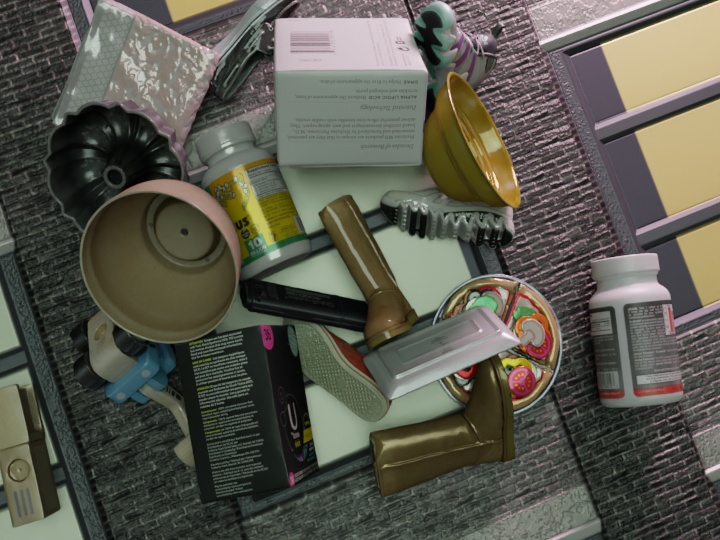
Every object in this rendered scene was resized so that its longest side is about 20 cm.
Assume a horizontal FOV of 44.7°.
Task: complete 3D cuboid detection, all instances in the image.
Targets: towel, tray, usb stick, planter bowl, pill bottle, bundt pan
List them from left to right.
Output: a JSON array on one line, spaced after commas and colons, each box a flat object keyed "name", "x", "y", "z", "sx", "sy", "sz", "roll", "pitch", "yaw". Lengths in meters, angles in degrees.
[{"name": "bundt pan", "x": -0.320, "y": -0.140, "z": 1.190, "sx": 0.196, "sy": 0.076, "sz": 0.207, "roll": 4, "pitch": 116, "yaw": 7}, {"name": "towel", "x": -0.318, "y": -0.252, "z": 1.231, "sx": 0.188, "sy": 0.032, "sz": 0.203, "roll": 27, "pitch": 100, "yaw": -1}, {"name": "planter bowl", "x": -0.238, "y": -0.029, "z": 1.114, "sx": 0.195, "sy": 0.135, "sz": 0.205, "roll": 2, "pitch": 115, "yaw": 5}, {"name": "pill bottle", "x": -0.153, "y": -0.097, "z": 1.211, "sx": 0.111, "sy": 0.113, "sz": 0.204, "roll": -23, "pitch": 86, "yaw": -6}, {"name": "usb stick", "x": -0.070, "y": 0.049, "z": 1.199, "sx": 0.196, "sy": 0.056, "sz": 0.033, "roll": 13, "pitch": 126, "yaw": -28}, {"name": "tray", "x": 0.106, "y": 0.101, "z": 1.176, "sx": 0.196, "sy": 0.108, "sz": 0.023, "roll": -22, "pitch": 122, "yaw": -10}, {"name": "planter bowl", "x": 0.136, "y": -0.159, "z": 1.192, "sx": 0.082, "sy": 0.200, "sz": 0.204, "roll": -25, "pitch": 86, "yaw": 23}, {"name": "pill bottle", "x": 0.382, "y": 0.084, "z": 1.229, "sx": 0.113, "sy": 0.116, "sz": 0.206, "roll": -5, "pitch": 84, "yaw": -5}]

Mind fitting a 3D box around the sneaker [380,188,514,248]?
[{"name": "sneaker", "x": 0.125, "y": -0.090, "z": 1.259, "sx": 0.195, "sy": 0.076, "sz": 0.083, "roll": 10, "pitch": 65, "yaw": -2}]

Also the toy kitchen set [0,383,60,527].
[{"name": "toy kitchen set", "x": -0.520, "y": 0.255, "z": 1.121, "sx": 0.195, "sy": 0.163, "sz": 0.185, "roll": -15, "pitch": 85, "yaw": -5}]

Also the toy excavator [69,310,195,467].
[{"name": "toy excavator", "x": -0.279, "y": 0.148, "z": 1.180, "sx": 0.099, "sy": 0.196, "sz": 0.200, "roll": -39, "pitch": 130, "yaw": 12}]

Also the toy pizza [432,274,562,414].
[{"name": "toy pizza", "x": 0.197, "y": 0.107, "z": 1.255, "sx": 0.195, "sy": 0.032, "sz": 0.206, "roll": 0, "pitch": 84, "yaw": -4}]

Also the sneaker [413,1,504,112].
[{"name": "sneaker", "x": 0.147, "y": -0.319, "z": 1.223, "sx": 0.138, "sy": 0.201, "sz": 0.078, "roll": -31, "pitch": 68, "yaw": -12}]

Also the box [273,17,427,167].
[{"name": "box", "x": -0.019, "y": -0.243, "z": 1.179, "sx": 0.194, "sy": 0.201, "sz": 0.133, "roll": -1, "pitch": 125, "yaw": -5}]

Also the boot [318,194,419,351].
[{"name": "boot", "x": 0.000, "y": 0.000, "z": 1.190, "sx": 0.065, "sy": 0.175, "sz": 0.203, "roll": -28, "pitch": 89, "yaw": 11}]

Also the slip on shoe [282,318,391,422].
[{"name": "slip on shoe", "x": -0.032, "y": 0.128, "z": 1.226, "sx": 0.199, "sy": 0.061, "sz": 0.075, "roll": 41, "pitch": 119, "yaw": 12}]

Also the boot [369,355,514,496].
[{"name": "boot", "x": 0.108, "y": 0.211, "z": 1.190, "sx": 0.195, "sy": 0.066, "sz": 0.179, "roll": -12, "pitch": 109, "yaw": -6}]

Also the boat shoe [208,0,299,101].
[{"name": "boat shoe", "x": -0.147, "y": -0.326, "z": 1.261, "sx": 0.071, "sy": 0.072, "sz": 0.200, "roll": 44, "pitch": 93, "yaw": 5}]

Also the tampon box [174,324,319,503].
[{"name": "tampon box", "x": -0.145, "y": 0.182, "z": 1.150, "sx": 0.123, "sy": 0.150, "sz": 0.205, "roll": -12, "pitch": 85, "yaw": 11}]
